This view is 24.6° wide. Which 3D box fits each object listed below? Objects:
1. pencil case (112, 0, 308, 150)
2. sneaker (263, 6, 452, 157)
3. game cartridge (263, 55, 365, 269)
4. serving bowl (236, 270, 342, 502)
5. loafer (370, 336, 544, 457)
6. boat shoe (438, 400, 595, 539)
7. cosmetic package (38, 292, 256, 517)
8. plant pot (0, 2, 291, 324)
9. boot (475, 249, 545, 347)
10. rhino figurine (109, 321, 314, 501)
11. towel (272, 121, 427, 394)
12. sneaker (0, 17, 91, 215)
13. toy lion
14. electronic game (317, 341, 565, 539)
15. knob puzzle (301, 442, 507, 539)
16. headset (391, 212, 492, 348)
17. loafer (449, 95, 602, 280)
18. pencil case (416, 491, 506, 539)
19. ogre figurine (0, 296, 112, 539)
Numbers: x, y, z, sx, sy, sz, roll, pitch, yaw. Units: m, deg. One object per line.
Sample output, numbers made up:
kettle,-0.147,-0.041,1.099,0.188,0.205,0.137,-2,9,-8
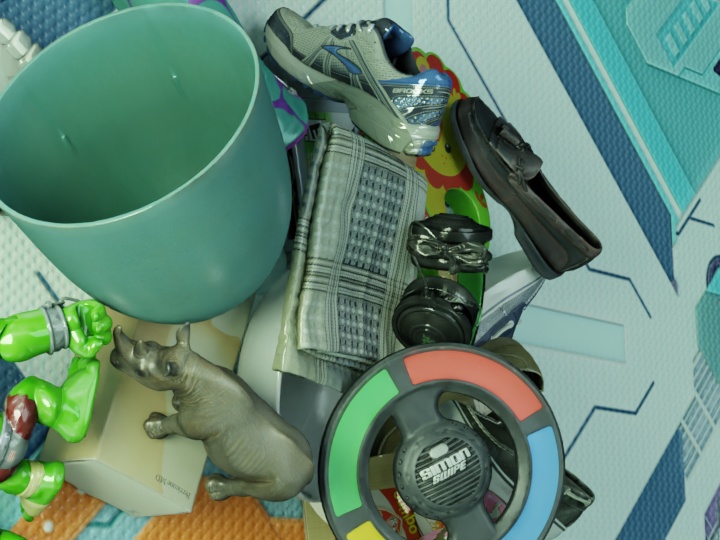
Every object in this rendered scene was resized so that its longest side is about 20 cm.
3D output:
pencil case,-0.124,-0.181,1.333,0.092,0.085,0.200,-43,113,-26
sneaker,0.004,-0.177,1.373,0.077,0.200,0.085,-2,125,-54
game cartridge,-0.021,-0.090,1.459,0.133,0.040,0.200,-3,83,-51
serving bowl,-0.048,0.083,1.330,0.200,0.066,0.200,7,90,-67
loafer,0.081,0.129,1.451,0.200,0.067,0.076,-40,113,-17
boat shoe,0.134,0.158,1.409,0.200,0.064,0.071,44,12,-42
cosmetic package,-0.157,0.075,1.248,0.105,0.071,0.200,35,57,-37
plant pot,-0.139,-0.057,1.146,0.161,0.200,0.201,66,38,-47
boot,0.119,0.056,1.557,0.200,0.073,0.090,-33,112,-37
rhino figurine,-0.107,0.099,1.176,0.200,0.087,0.060,49,49,-30
towel,0.000,0.000,1.293,0.193,0.034,0.200,24,75,-65
sneaker,-0.260,-0.103,1.181,0.200,0.075,0.116,38,58,-36
toy lion,0.063,-0.093,1.487,0.200,0.069,0.192,62,37,-17
electronic game,0.065,0.156,1.291,0.200,0.042,0.200,0,89,-12
knob puzzle,0.050,0.244,1.412,0.219,0.030,0.220,2,83,-16
headset,0.079,0.011,1.322,0.200,0.094,0.124,48,51,-65
loafer,0.155,-0.083,1.518,0.200,0.063,0.072,56,35,-22
pencil case,0.041,0.259,1.346,0.200,0.087,0.083,-27,70,-17
ogre figurine,-0.251,0.105,1.111,0.120,0.200,0.098,17,29,-29
